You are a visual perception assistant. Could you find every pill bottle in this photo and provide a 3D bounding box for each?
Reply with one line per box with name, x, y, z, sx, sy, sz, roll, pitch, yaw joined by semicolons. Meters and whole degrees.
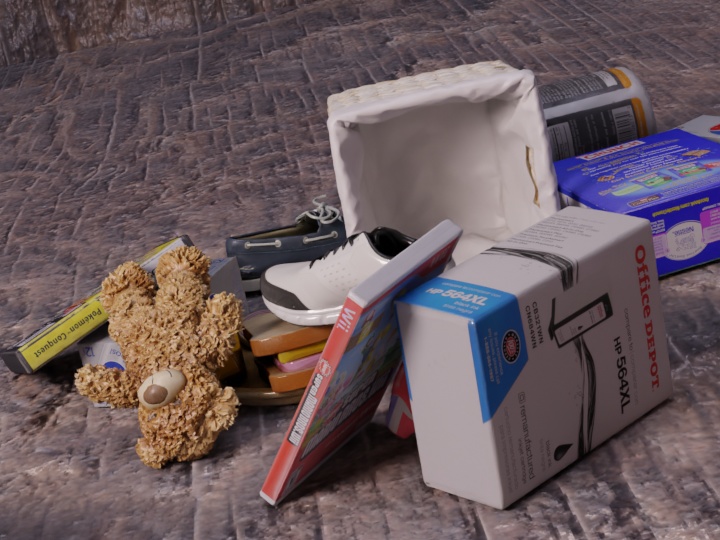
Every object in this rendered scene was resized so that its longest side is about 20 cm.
pill bottle;0.207;-0.140;1.742;0.198;0.118;0.116;-15;19;-12

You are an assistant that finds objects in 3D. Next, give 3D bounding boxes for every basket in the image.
basket;0.074;-0.082;1.537;0.198;0.200;0.161;-13;14;-3

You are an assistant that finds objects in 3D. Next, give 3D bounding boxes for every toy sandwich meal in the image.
toy sandwich meal;-0.056;0.054;1.407;0.203;0.071;0.205;-10;19;3

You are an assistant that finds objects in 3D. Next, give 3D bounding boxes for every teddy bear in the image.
teddy bear;-0.160;0.059;1.322;0.143;0.067;0.202;-1;51;8

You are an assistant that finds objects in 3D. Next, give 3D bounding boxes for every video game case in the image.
video game case;0.000;0.067;1.180;0.017;0.201;0.143;35;36;15
video game case;-0.241;0.034;1.485;0.180;0.026;0.200;-36;7;-15

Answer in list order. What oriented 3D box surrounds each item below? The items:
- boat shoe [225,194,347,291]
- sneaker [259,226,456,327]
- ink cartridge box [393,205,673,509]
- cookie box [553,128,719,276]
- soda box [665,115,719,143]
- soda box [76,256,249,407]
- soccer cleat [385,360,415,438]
boat shoe;-0.048;-0.036;1.676;0.198;0.062;0.075;-18;18;-20
sneaker;0.000;0.000;1.297;0.198;0.081;0.074;1;24;36
ink cartridge box;0.129;0.057;1.170;0.199;0.148;0.084;-27;25;-36
cookie box;0.280;-0.065;1.546;0.169;0.076;0.200;-16;19;-12
soda box;0.402;-0.111;1.625;0.068;0.064;0.199;-24;23;-35
soda box;-0.176;0.053;1.490;0.068;0.064;0.200;-5;20;24
soccer cleat;0.100;0.079;1.264;0.199;0.077;0.067;-11;50;-43
